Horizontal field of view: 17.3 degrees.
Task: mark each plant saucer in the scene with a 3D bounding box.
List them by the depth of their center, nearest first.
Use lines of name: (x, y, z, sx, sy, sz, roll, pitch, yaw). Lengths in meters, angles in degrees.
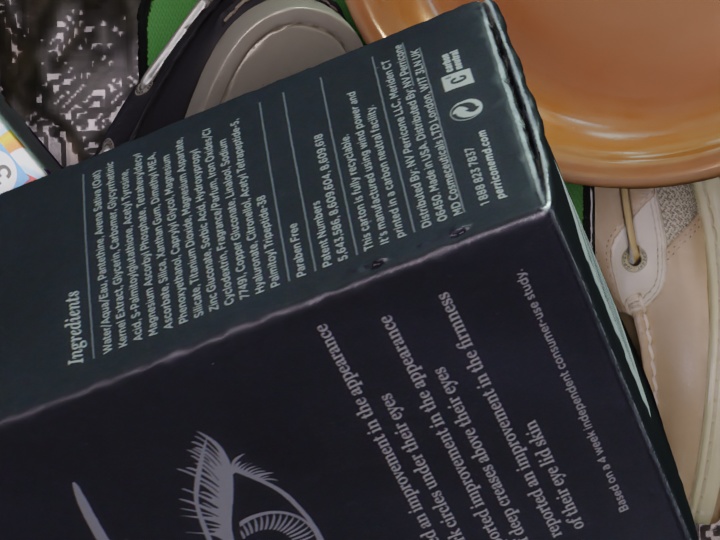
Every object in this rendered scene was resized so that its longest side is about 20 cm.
plant saucer: (0.088, -0.122, 0.725, 0.199, 0.037, 0.201, -2, 81, 15)

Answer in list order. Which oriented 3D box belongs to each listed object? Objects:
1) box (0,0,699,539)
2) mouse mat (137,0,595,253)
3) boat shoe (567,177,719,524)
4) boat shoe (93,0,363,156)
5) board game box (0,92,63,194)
box: (-0.023, 0.039, 0.675, 0.199, 0.105, 0.148, -20, 128, 7)
mouse mat: (0.000, 0.000, 0.775, 0.160, 0.008, 0.201, 0, 91, 19)
boat shoe: (0.094, -0.017, 0.778, 0.065, 0.072, 0.201, -3, 90, 8)
boat shoe: (-0.065, -0.009, 0.775, 0.072, 0.063, 0.200, 22, 110, -30)
board game box: (-0.201, -0.002, 0.745, 0.200, 0.105, 0.103, -40, 93, -1)
